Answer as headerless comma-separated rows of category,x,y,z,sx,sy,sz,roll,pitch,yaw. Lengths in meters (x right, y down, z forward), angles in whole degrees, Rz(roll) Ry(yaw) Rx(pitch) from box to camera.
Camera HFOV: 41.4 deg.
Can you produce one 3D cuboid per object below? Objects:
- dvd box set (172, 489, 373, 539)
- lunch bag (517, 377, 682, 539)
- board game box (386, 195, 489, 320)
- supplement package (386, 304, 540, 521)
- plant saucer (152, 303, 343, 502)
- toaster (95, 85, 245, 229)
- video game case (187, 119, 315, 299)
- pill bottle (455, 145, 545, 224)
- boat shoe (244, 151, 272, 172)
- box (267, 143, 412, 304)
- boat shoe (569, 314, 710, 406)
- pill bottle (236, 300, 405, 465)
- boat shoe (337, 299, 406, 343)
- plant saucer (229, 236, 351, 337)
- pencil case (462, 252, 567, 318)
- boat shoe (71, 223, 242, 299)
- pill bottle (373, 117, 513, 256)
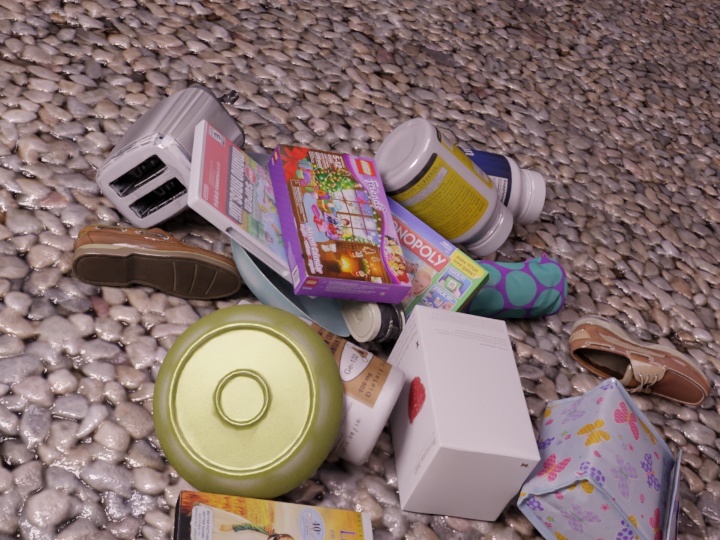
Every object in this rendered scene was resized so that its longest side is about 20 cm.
dvd box set,-0.080,0.288,0.904,0.198,0.030,0.147,12,41,-16
lunch bag,0.287,0.251,1.054,0.201,0.127,0.170,52,38,-13
board game box,0.045,-0.003,1.211,0.199,0.029,0.135,38,78,19
supplement package,0.107,0.158,1.074,0.119,0.122,0.201,11,41,-16
plant saucer,-0.116,0.130,0.960,0.198,0.031,0.202,-1,77,3
toaster,-0.232,-0.138,1.175,0.114,0.199,0.130,50,39,-23
video game case,-0.118,-0.070,1.106,0.200,0.017,0.144,39,30,-34
pill bottle,0.172,-0.124,1.429,0.198,0.112,0.112,8,42,-20
boat shoe,-0.147,-0.115,1.284,0.073,0.069,0.200,6,17,-7
box,-0.027,-0.057,1.126,0.136,0.039,0.201,6,51,-28
boat shoe,0.371,0.135,1.286,0.198,0.076,0.072,24,42,13
pill bottle,-0.061,0.116,1.037,0.199,0.115,0.115,27,39,3
boat shoe,0.000,0.000,1.176,0.067,0.072,0.201,0,54,-33
plant saucer,-0.094,0.018,1.143,0.201,0.039,0.201,44,10,-9
pencil case,0.181,0.020,1.296,0.198,0.085,0.093,2,58,-27
boat shoe,-0.236,-0.019,1.127,0.198,0.072,0.068,11,42,-18
pill bottle,0.116,-0.105,1.291,0.199,0.111,0.112,37,31,-30
